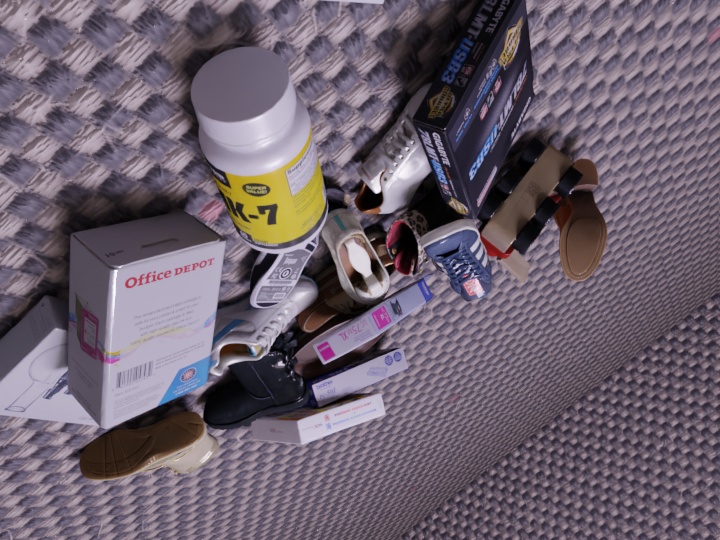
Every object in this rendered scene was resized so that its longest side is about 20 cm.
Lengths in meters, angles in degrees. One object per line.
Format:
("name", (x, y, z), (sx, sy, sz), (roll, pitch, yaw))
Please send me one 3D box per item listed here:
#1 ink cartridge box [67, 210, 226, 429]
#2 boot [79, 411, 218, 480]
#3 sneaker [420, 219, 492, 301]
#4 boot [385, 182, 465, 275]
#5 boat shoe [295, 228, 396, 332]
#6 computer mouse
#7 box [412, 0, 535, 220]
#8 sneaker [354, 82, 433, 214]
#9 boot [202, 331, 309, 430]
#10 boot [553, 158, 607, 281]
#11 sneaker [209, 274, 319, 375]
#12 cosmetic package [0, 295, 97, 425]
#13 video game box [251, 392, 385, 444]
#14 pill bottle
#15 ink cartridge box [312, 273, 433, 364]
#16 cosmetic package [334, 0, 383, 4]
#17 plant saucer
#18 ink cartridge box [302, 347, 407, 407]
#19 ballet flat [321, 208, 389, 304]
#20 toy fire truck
("ink cartridge box", (-0.238, 0.049, 0.757), (0.143, 0.084, 0.204), (-19, 133, -48))
("boot", (-0.334, 0.297, 1.107), (0.196, 0.074, 0.156), (-20, 156, -9))
("sneaker", (0.140, -0.006, 0.920), (0.074, 0.086, 0.199), (-22, 162, 21))
("boot", (0.102, -0.045, 1.006), (0.150, 0.073, 0.202), (-41, 154, -33))
("boat shoe", (-0.020, 0.027, 1.029), (0.200, 0.074, 0.075), (-47, 148, 20))
("computer mouse", (-0.095, -0.036, 0.899), (0.109, 0.044, 0.202), (2, 128, -53))
("box", (0.145, -0.195, 0.816), (0.203, 0.049, 0.199), (-61, 152, -14))
("sneaker", (0.047, -0.141, 0.855), (0.083, 0.073, 0.202), (-16, 147, -33))
("boot", (-0.180, 0.167, 1.069), (0.193, 0.074, 0.164), (-15, 137, 6))
("boot", (0.358, -0.072, 1.149), (0.072, 0.205, 0.155), (8, 170, 4))
("sneaker", (-0.142, 0.077, 0.973), (0.197, 0.081, 0.077), (-28, 149, -15))
("cosmetic package", (-0.349, 0.120, 0.842), (0.150, 0.052, 0.199), (-39, 150, 12))
("video game box", (-0.082, 0.267, 1.249), (0.179, 0.048, 0.198), (-14, 178, -35))
("pill bottle", (-0.100, -0.117, 0.701), (0.113, 0.115, 0.201), (-28, 149, -10))
("ink cartridge box", (0.030, 0.068, 1.020), (0.118, 0.043, 0.199), (-32, 180, 38))
("cosmetic package", (-0.017, -0.324, 0.552), (0.148, 0.052, 0.202), (-10, 142, -32))
("plant saucer", (-0.043, 0.120, 1.165), (0.197, 0.033, 0.201), (-25, 157, -11))
("ink cartridge box", (-0.018, 0.196, 1.259), (0.197, 0.045, 0.093), (-19, 180, -30))
("ballet flat", (0.000, 0.000, 0.917), (0.067, 0.063, 0.201), (-36, 139, -2))
("toy fire truck", (0.262, -0.079, 1.097), (0.177, 0.128, 0.200), (-50, 171, -15))
